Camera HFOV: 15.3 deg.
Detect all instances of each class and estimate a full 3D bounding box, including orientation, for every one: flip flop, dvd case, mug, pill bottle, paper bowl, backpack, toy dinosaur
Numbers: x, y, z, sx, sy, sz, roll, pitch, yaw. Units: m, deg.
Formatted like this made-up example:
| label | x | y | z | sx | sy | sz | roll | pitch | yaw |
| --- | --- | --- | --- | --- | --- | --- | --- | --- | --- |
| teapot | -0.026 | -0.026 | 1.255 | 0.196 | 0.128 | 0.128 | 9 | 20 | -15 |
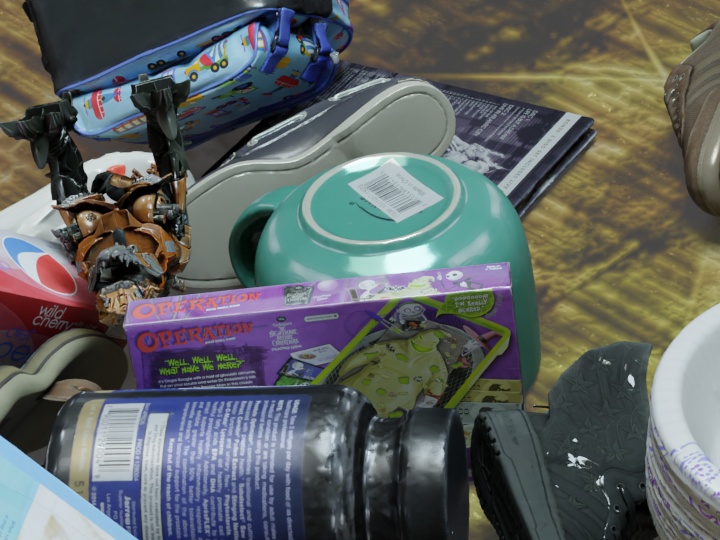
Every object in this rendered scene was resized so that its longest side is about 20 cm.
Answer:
| label | x | y | z | sx | sy | sz | roll | pitch | yaw |
| --- | --- | --- | --- | --- | --- | --- | --- | --- | --- |
| flip flop | -0.164 | 0.081 | 1.398 | 0.057 | 0.081 | 0.200 | 36 | 10 | 7 |
| dvd case | 0.024 | -0.070 | 1.648 | 0.199 | 0.016 | 0.149 | 15 | 42 | 30 |
| mug | 0.003 | 0.006 | 1.463 | 0.184 | 0.115 | 0.152 | 0 | 37 | 12 |
| pill bottle | -0.049 | 0.113 | 1.332 | 0.199 | 0.112 | 0.112 | -2 | 36 | 11 |
| paper bowl | 0.236 | 0.101 | 1.283 | 0.199 | 0.105 | 0.201 | -2 | 38 | 1 |
| backpack | -0.089 | -0.154 | 1.674 | 0.182 | 0.135 | 0.200 | -19 | -10 | 21 |
| toy dinosaur | -0.133 | -0.031 | 1.473 | 0.102 | 0.136 | 0.200 | -18 | 14 | -16 |

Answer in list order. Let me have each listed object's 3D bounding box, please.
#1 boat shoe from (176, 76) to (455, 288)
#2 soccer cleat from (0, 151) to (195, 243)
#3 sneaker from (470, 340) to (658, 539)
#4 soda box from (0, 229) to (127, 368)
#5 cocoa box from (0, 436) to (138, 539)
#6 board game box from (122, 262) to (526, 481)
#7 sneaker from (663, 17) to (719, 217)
| label | x | y | z | sx | sy | sz | roll | pitch | yaw |
| --- | --- | --- | --- | --- | --- | --- | --- | --- | --- |
| boat shoe | -0.038 | -0.054 | 1.589 | 0.199 | 0.073 | 0.063 | -29 | 21 | -2 |
| soccer cleat | -0.186 | -0.018 | 1.583 | 0.200 | 0.070 | 0.077 | -28 | 14 | -33 |
| sneaker | 0.118 | 0.121 | 1.322 | 0.104 | 0.060 | 0.200 | -1 | 47 | -17 |
| soda box | -0.210 | 0.016 | 1.432 | 0.070 | 0.064 | 0.200 | 47 | 17 | 29 |
| cocoa box | -0.188 | 0.193 | 1.172 | 0.131 | 0.133 | 0.201 | -31 | 29 | 42 |
| board game box | -0.015 | 0.061 | 1.389 | 0.199 | 0.121 | 0.032 | -5 | 36 | 4 |
| sneaker | 0.215 | -0.089 | 1.606 | 0.075 | 0.071 | 0.200 | -11 | 28 | 30 |
